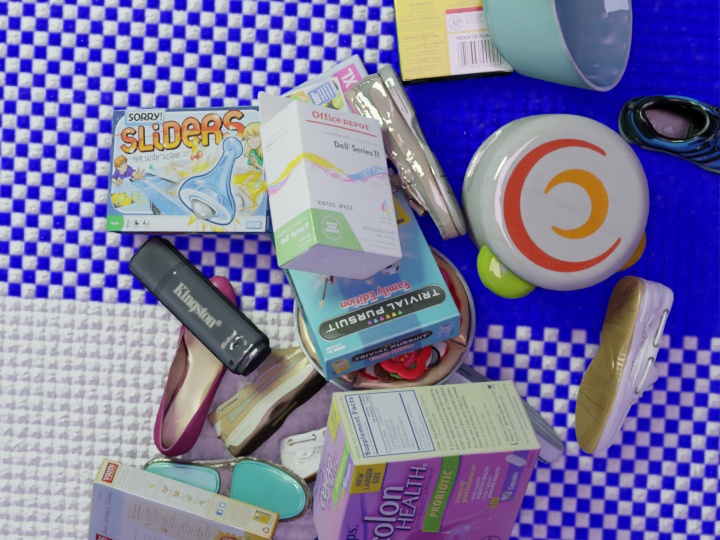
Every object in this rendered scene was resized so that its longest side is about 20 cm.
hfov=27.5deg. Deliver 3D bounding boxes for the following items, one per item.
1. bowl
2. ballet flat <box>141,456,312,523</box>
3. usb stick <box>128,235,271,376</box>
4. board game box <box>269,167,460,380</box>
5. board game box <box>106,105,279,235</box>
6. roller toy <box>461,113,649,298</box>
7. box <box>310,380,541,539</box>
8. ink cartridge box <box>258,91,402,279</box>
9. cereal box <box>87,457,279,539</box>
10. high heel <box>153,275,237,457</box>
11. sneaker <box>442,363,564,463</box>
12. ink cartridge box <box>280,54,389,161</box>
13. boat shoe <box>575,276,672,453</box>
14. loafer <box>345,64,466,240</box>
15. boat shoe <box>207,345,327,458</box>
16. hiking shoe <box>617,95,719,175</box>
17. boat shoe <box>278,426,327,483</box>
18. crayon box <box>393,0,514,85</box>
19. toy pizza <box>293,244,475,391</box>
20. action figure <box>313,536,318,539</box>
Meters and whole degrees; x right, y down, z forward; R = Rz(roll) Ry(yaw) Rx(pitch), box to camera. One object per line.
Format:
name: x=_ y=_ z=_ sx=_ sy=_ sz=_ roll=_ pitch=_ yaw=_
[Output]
bowl: x=0.201 y=-0.284 z=1.556 sx=0.104 sy=0.200 sz=0.202 roll=-4 pitch=91 yaw=34
ballet flat: x=-0.142 y=0.237 z=1.612 sx=0.198 sy=0.075 sz=0.068 roll=4 pitch=80 yaw=13
usb stick: x=-0.176 y=0.037 z=1.595 sx=0.055 sy=0.033 sz=0.200 roll=-44 pitch=64 yaw=-8
board game box: x=0.000 y=0.000 z=1.562 sx=0.150 sy=0.047 sz=0.201 roll=-18 pitch=60 yaw=-9
board game box: x=-0.179 y=-0.107 z=1.590 sx=0.199 sy=0.034 sz=0.136 roll=0 pitch=85 yaw=24
roller toy: x=0.206 y=-0.075 z=1.569 sx=0.198 sy=0.140 sz=0.184 roll=-11 pitch=96 yaw=-7
box: x=0.063 y=0.214 z=1.520 sx=0.198 sy=0.097 sz=0.177 roll=-2 pitch=132 yaw=-16
ink cartridge box: x=-0.033 y=-0.100 z=1.507 sx=0.117 sy=0.067 sz=0.201 roll=8 pitch=63 yaw=-39
cereal box: x=-0.195 y=0.283 z=1.592 sx=0.199 sy=0.144 sz=0.040 roll=19 pitch=48 yaw=1
high heel: x=-0.177 y=0.105 z=1.602 sx=0.067 sy=0.096 sz=0.202 roll=11 pitch=91 yaw=2
sneaker: x=0.129 y=0.158 z=1.617 sx=0.199 sy=0.073 sz=0.071 roll=34 pitch=108 yaw=6
ink cartridge box: x=-0.062 y=-0.138 z=1.626 sx=0.199 sy=0.042 sz=0.120 roll=-28 pitch=90 yaw=3
boat shoe: x=0.292 y=0.108 z=1.597 sx=0.069 sy=0.071 sz=0.201 roll=10 pitch=106 yaw=-25
loafer: x=0.049 y=-0.119 z=1.579 sx=0.063 sy=0.072 sz=0.201 roll=-25 pitch=85 yaw=7
boat shoe: x=-0.087 y=0.113 z=1.618 sx=0.200 sy=0.072 sz=0.076 roll=-42 pitch=73 yaw=-2
hiking shoe: x=0.379 y=-0.144 z=1.589 sx=0.198 sy=0.087 sz=0.075 roll=9 pitch=91 yaw=1
boat shoe: x=-0.007 y=0.169 z=1.596 sx=0.199 sy=0.071 sz=0.070 roll=-26 pitch=77 yaw=19
crayon box: x=0.097 y=-0.310 z=1.612 sx=0.126 sy=0.051 sz=0.202 roll=-4 pitch=91 yaw=1
toy pizza: x=0.027 y=0.044 z=1.586 sx=0.199 sy=0.032 sz=0.202 roll=2 pitch=64 yaw=-4
action figure: x=-0.007 y=0.274 z=1.627 sx=0.065 sy=0.052 sz=0.201 roll=31 pitch=89 yaw=4
